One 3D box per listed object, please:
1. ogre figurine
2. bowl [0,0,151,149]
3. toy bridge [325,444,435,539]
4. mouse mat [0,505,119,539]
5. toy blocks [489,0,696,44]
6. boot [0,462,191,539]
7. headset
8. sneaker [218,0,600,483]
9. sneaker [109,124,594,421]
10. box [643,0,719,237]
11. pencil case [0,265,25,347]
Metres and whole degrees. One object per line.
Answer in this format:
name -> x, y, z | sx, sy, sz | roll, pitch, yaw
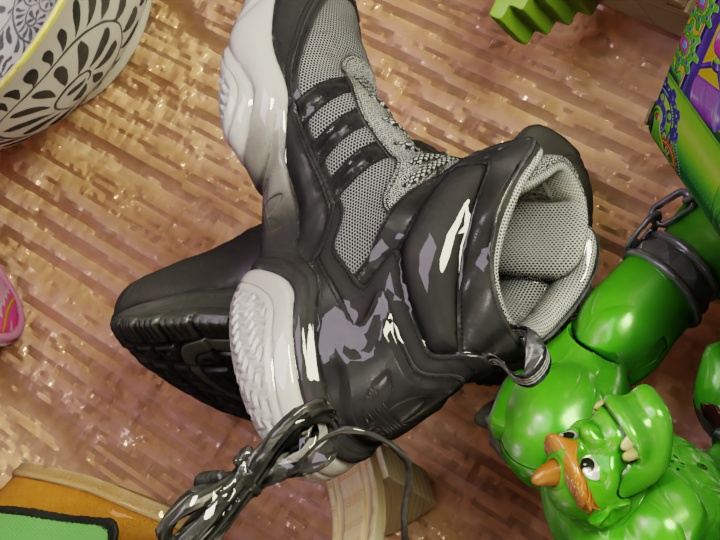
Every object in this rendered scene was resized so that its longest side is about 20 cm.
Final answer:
ogre figurine -> 0.114, 0.063, 0.784 | 0.120, 0.098, 0.201 | -31, 65, -1
bowl -> -0.152, -0.124, 1.090 | 0.200, 0.094, 0.202 | -18, 59, 33
toy bridge -> 0.017, 0.136, 0.834 | 0.027, 0.067, 0.201 | -33, 50, 20
mouse mat -> -0.183, 0.146, 0.901 | 0.199, 0.008, 0.161 | 1, 50, 44
toy blocks -> 0.146, -0.154, 0.887 | 0.136, 0.100, 0.201 | 26, 84, 32
boot -> -0.139, 0.149, 0.952 | 0.201, 0.071, 0.145 | -4, 63, 47
headset -> 0.031, 0.126, 0.742 | 0.094, 0.200, 0.123 | -37, 7, -8
sneaker -> 0.018, -0.029, 0.841 | 0.113, 0.076, 0.201 | -17, 51, 19
sneaker -> 0.000, 0.000, 0.930 | 0.199, 0.076, 0.091 | -8, 53, 26
box -> 0.199, -0.056, 0.695 | 0.193, 0.121, 0.201 | 63, 144, 41
pencil case -> -0.237, 0.047, 1.075 | 0.200, 0.087, 0.088 | -37, 48, 18
